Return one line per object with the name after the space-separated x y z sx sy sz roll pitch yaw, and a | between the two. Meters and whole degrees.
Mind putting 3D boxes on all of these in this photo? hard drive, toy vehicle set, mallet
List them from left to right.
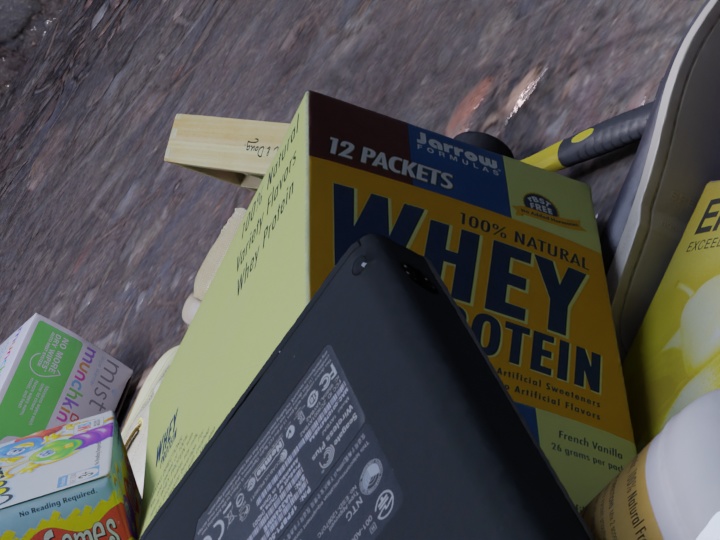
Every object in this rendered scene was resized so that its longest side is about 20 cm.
0.001 0.097 0.557 0.140 0.033 0.200 -53 32 17 | hard drive
0.005 -0.045 0.995 0.199 0.124 0.027 10 84 52 | toy vehicle set
0.098 -0.050 1.008 0.199 0.041 0.066 -12 48 58 | mallet

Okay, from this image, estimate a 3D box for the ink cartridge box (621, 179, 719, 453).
0.175 0.004 0.719 0.201 0.047 0.197 -66 19 -14 | ink cartridge box

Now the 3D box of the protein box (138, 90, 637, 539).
0.003 0.079 0.796 0.201 0.134 0.199 -92 25 -48 | protein box

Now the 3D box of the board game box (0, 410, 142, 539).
-0.131 0.184 0.904 0.102 0.202 0.105 -17 13 -2 | board game box

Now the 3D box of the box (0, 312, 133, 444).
-0.275 0.163 1.492 0.176 0.096 0.201 -35 28 52 | box

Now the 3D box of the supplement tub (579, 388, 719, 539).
0.107 0.123 0.549 0.200 0.144 0.145 -49 21 24 | supplement tub

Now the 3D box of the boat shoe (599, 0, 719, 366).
0.138 -0.048 0.848 0.063 0.072 0.201 2 66 64 | boat shoe

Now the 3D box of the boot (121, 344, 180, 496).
-0.097 0.116 1.170 0.154 0.072 0.201 -24 37 54 | boot

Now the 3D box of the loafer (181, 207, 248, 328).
0.000 0.000 0.962 0.075 0.199 0.069 28 111 33 | loafer
